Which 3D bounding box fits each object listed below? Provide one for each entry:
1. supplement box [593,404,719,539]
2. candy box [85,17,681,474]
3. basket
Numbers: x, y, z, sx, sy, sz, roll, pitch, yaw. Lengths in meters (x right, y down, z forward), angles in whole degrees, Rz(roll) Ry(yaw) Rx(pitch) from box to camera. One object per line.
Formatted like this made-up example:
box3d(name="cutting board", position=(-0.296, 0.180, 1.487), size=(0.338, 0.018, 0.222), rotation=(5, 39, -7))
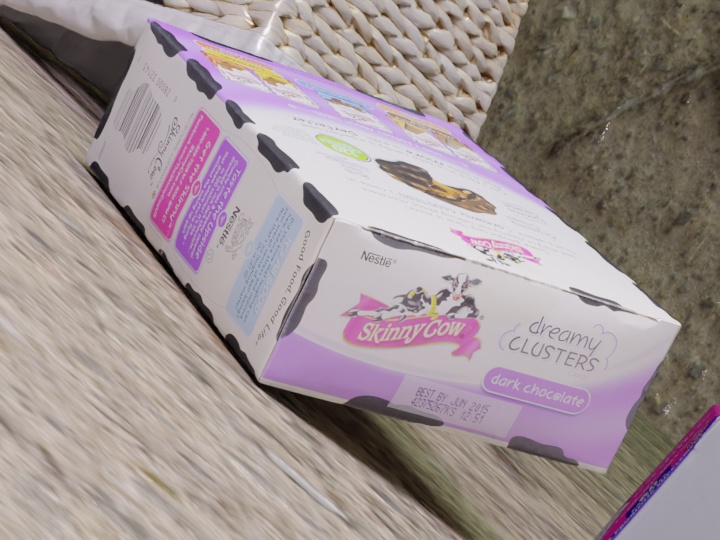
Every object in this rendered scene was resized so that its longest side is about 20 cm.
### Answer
box3d(name="supplement box", position=(0.172, 0.134, 1.318), size=(0.103, 0.101, 0.200), rotation=(42, 3, 7))
box3d(name="candy box", position=(0.004, -0.011, 1.113), size=(0.167, 0.072, 0.200), rotation=(17, 17, -32))
box3d(name="basket", position=(-0.042, -0.143, 1.411), size=(0.197, 0.162, 0.200), rotation=(18, -13, 38))
